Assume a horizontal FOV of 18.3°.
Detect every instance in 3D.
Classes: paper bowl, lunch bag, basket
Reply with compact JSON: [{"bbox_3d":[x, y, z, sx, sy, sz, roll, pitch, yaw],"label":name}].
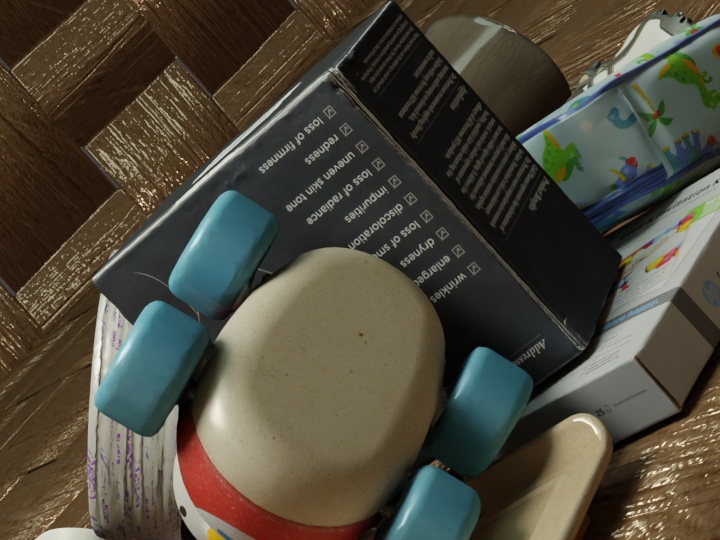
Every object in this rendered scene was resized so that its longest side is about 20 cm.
[{"bbox_3d":[-0.128,0.087,1.547,0.103,0.202,0.201,2,13,-1],"label":"paper bowl"},{"bbox_3d":[0.162,-0.077,1.361,0.199,0.083,0.161,-30,0,-37],"label":"lunch bag"},{"bbox_3d":[0.052,-0.087,1.807,0.200,0.136,0.180,-50,17,-21],"label":"basket"}]

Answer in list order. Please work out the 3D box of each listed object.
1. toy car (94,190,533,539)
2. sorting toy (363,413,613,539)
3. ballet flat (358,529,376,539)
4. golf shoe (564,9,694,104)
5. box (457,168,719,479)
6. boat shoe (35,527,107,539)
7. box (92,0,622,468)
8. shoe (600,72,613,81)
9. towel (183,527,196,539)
[{"bbox_3d":[-0.046,0.102,1.127,0.200,0.184,0.177,-58,2,42],"label":"toy car"},{"bbox_3d":[0.036,0.173,1.067,0.185,0.036,0.200,-35,17,37],"label":"sorting toy"},{"bbox_3d":[-0.026,0.149,1.298,0.072,0.072,0.200,-39,11,17],"label":"ballet flat"},{"bbox_3d":[0.191,-0.113,1.559,0.095,0.078,0.200,-50,2,-19],"label":"golf shoe"},{"bbox_3d":[0.146,0.028,1.214,0.156,0.041,0.200,-33,13,46],"label":"box"},{"bbox_3d":[-0.226,0.246,1.632,0.202,0.072,0.061,129,143,-58],"label":"boat shoe"},{"bbox_3d":[0.000,0.000,1.219,0.200,0.197,0.124,-38,8,29],"label":"box"},{"bbox_3d":[0.144,-0.054,1.497,0.200,0.071,0.091,-40,14,28],"label":"shoe"},{"bbox_3d":[-0.063,0.155,1.543,0.200,0.023,0.144,-34,11,34],"label":"towel"}]
